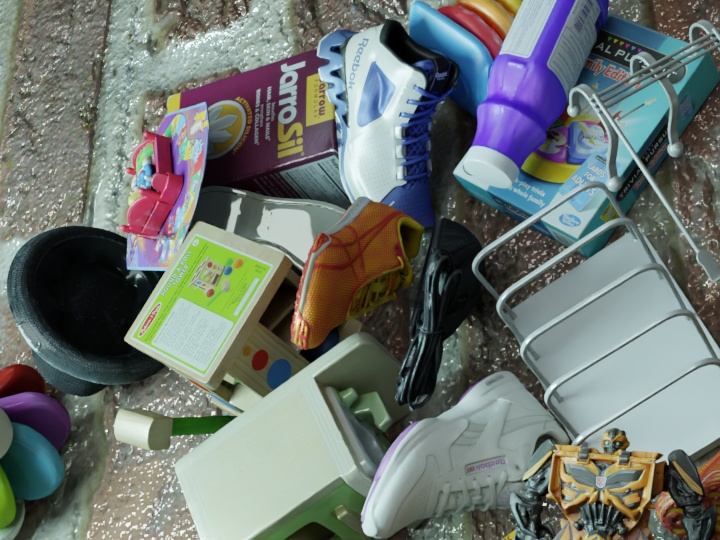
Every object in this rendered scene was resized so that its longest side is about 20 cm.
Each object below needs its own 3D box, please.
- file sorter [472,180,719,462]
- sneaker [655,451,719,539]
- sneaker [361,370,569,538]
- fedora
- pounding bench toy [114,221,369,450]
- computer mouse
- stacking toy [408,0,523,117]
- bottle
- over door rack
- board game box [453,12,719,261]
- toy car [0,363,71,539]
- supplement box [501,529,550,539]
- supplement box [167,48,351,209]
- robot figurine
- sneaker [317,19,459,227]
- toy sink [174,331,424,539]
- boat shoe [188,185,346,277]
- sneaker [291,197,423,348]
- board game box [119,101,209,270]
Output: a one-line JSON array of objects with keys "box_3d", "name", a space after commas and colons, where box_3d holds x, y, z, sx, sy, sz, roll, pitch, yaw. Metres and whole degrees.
[{"box_3d": [0.192, 0.051, 1.057, 0.138, 0.125, 0.201, -33, 52, 10], "name": "file sorter"}, {"box_3d": [0.307, 0.136, 0.991, 0.199, 0.073, 0.077, -28, 31, 10], "name": "sneaker"}, {"box_3d": [0.085, 0.153, 1.051, 0.099, 0.075, 0.199, 40, 51, 24], "name": "sneaker"}, {"box_3d": [-0.270, 0.052, 1.332, 0.092, 0.199, 0.202, -55, 43, 36], "name": "fedora"}, {"box_3d": [-0.112, 0.092, 1.189, 0.124, 0.156, 0.201, 19, 73, 43], "name": "pounding bench toy"}, {"box_3d": [0.074, 0.022, 1.140, 0.052, 0.200, 0.140, 14, 113, 2], "name": "computer mouse"}, {"box_3d": [0.151, -0.244, 1.275, 0.200, 0.116, 0.110, -42, 59, -15], "name": "stacking toy"}, {"box_3d": [0.150, -0.169, 1.169, 0.065, 0.084, 0.201, 19, 75, 28], "name": "bottle"}, {"box_3d": [0.278, -0.093, 1.086, 0.147, 0.067, 0.201, -29, 68, -19], "name": "over door rack"}, {"box_3d": [0.199, -0.129, 1.202, 0.150, 0.047, 0.201, 31, 83, 38], "name": "board game box"}, {"box_3d": [-0.361, 0.161, 1.322, 0.149, 0.176, 0.200, -20, 45, -26], "name": "toy car"}, {"box_3d": [0.138, 0.301, 0.974, 0.110, 0.086, 0.201, -36, 52, 7], "name": "supplement box"}, {"box_3d": [-0.088, -0.120, 1.331, 0.198, 0.103, 0.132, -15, 57, 23], "name": "supplement box"}, {"box_3d": [0.163, 0.205, 0.910, 0.143, 0.058, 0.202, 1, 74, 22], "name": "robot figurine"}, {"box_3d": [0.037, -0.137, 1.215, 0.114, 0.080, 0.202, -18, 88, 41], "name": "sneaker"}, {"box_3d": [-0.028, 0.170, 1.119, 0.199, 0.130, 0.113, -35, 52, 7], "name": "toy sink"}, {"box_3d": [-0.069, -0.026, 1.275, 0.198, 0.062, 0.076, 10, 73, 5], "name": "boat shoe"}, {"box_3d": [0.000, 0.000, 1.108, 0.076, 0.074, 0.200, 22, 38, 12], "name": "sneaker"}, {"box_3d": [-0.199, -0.082, 1.271, 0.200, 0.039, 0.160, 2, 78, 64], "name": "board game box"}]
